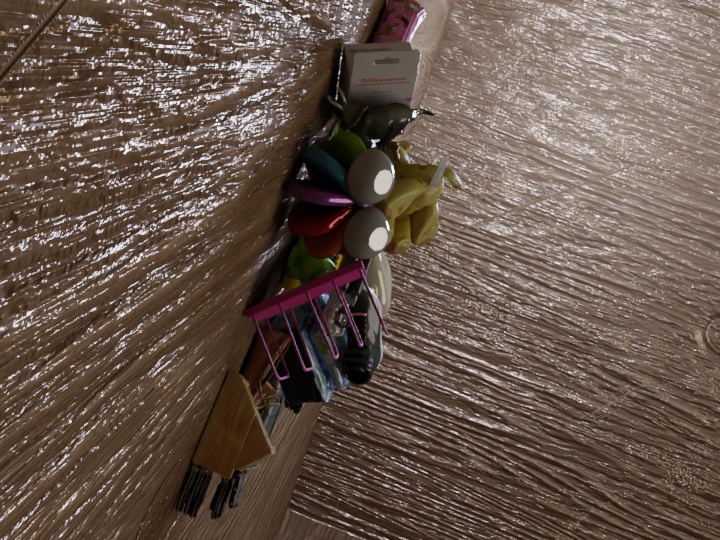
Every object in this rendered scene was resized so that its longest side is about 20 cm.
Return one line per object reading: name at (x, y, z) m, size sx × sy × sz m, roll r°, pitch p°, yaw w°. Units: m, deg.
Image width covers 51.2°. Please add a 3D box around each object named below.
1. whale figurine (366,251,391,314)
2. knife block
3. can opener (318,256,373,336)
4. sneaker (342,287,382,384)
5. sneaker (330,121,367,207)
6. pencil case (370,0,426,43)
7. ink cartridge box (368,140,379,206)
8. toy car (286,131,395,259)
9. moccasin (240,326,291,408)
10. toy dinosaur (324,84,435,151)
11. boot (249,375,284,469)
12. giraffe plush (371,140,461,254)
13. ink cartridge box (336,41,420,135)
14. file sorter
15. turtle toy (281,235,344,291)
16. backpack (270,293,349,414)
whale figurine at (0.000, 0.000, 1.462) m, size 0.160 × 0.102 × 0.202 m, roll -83°, pitch 163°, yaw -48°
knife block at (-0.233, 0.285, 1.202) m, size 0.064 × 0.174 × 0.202 m, roll 97°, pitch -31°, yaw -75°
can opener at (-0.027, 0.020, 1.337) m, size 0.067 × 0.053 × 0.202 m, roll 6°, pitch -107°, yaw 61°
sneaker at (0.000, 0.123, 1.389) m, size 0.100 × 0.070 × 0.202 m, roll -65°, pitch 151°, yaw -55°
sneaker at (-0.013, -0.183, 1.387) m, size 0.074 × 0.080 × 0.203 m, roll -52°, pitch 137°, yaw -80°
pencil case at (0.059, -0.428, 1.429) m, size 0.087 × 0.082 × 0.202 m, roll 101°, pitch 11°, yaw -69°
ink cartridge box at (0.026, -0.160, 1.528) m, size 0.201 × 0.076 × 0.137 m, roll 59°, pitch 31°, yaw -22°
toy car at (-0.047, -0.113, 1.172) m, size 0.148 × 0.174 × 0.203 m, roll -11°, pitch 117°, yaw -36°
moccasin at (-0.175, 0.203, 1.329) m, size 0.074 × 0.077 × 0.204 m, roll 96°, pitch 15°, yaw -73°
toy dinosaur at (0.036, -0.238, 1.221) m, size 0.102 × 0.197 × 0.078 m, roll 127°, pitch -40°, yaw -70°
boot at (-0.196, 0.314, 1.619) m, size 0.182 × 0.072 × 0.203 m, roll -3°, pitch 107°, yaw -71°
giraffe plush at (0.055, -0.150, 1.296) m, size 0.171 × 0.162 × 0.201 m, roll 8°, pitch 121°, yaw -47°
ink cartridge box at (0.026, -0.309, 1.241) m, size 0.201 × 0.115 × 0.068 m, roll 104°, pitch -23°, yaw -60°
file sorter at (-0.063, 0.085, 1.225) m, size 0.139 × 0.198 × 0.127 m, roll 64°, pitch 2°, yaw -84°
turtle toy at (-0.079, -0.022, 1.380) m, size 0.200 × 0.100 × 0.147 m, roll -59°, pitch 168°, yaw -69°
backpack at (-0.086, 0.142, 1.476) m, size 0.201 × 0.145 × 0.185 m, roll -72°, pitch 148°, yaw -58°
